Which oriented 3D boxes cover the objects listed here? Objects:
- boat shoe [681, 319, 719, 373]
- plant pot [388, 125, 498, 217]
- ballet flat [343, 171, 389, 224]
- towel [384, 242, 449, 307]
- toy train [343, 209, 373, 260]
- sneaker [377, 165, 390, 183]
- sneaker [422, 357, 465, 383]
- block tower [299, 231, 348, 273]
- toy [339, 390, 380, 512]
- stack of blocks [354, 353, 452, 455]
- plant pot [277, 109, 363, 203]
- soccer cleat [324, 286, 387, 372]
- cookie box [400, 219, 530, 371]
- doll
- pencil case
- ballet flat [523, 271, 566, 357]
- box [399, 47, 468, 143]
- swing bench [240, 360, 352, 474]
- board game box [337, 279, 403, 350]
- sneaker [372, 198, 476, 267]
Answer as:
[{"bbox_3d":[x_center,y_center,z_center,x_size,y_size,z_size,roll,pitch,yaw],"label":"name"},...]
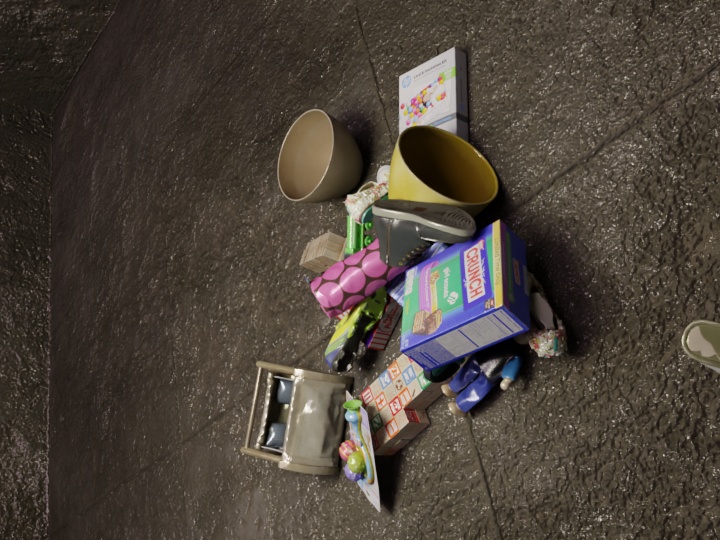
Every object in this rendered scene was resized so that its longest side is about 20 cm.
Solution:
[{"bbox_3d":[0.495,0.115,0.870,0.199,0.068,0.075,29,97,28],"label":"boat shoe"},{"bbox_3d":[0.127,-0.141,1.296,0.142,0.198,0.201,-58,41,41],"label":"plant pot"},{"bbox_3d":[0.049,-0.156,1.378,0.064,0.199,0.076,42,143,25],"label":"ballet flat"},{"bbox_3d":[0.144,0.038,1.303,0.200,0.024,0.145,44,103,36],"label":"towel"},{"bbox_3d":[-0.005,-0.039,1.409,0.042,0.056,0.202,8,99,50],"label":"toy train"},{"bbox_3d":[0.058,-0.136,1.442,0.075,0.086,0.202,-41,50,37],"label":"sneaker"},{"bbox_3d":[0.150,0.095,1.232,0.087,0.074,0.201,17,72,50],"label":"sneaker"},{"bbox_3d":[-0.076,-0.037,1.539,0.200,0.057,0.055,-15,55,69],"label":"block tower"},{"bbox_3d":[-0.011,0.340,1.341,0.115,0.047,0.202,-150,54,-66],"label":"toy"},{"bbox_3d":[0.080,0.240,1.330,0.200,0.058,0.116,-48,47,30],"label":"stack of blocks"},{"bbox_3d":[-0.072,-0.235,1.584,0.199,0.134,0.203,-18,65,46],"label":"plant pot"},{"bbox_3d":[-0.016,0.104,1.405,0.084,0.064,0.201,47,115,48],"label":"soccer cleat"},{"bbox_3d":[0.162,0.041,1.128,0.199,0.075,0.172,-29,38,35],"label":"cookie box"},{"bbox_3d":[0.216,0.153,1.202,0.200,0.048,0.137,-50,37,28],"label":"doll"},{"bbox_3d":[0.000,0.000,1.343,0.199,0.091,0.094,-31,27,7],"label":"pencil case"},{"bbox_3d":[0.268,0.046,1.133,0.064,0.075,0.201,83,165,-49],"label":"ballet flat"},{"bbox_3d":[0.143,-0.319,1.428,0.155,0.041,0.202,-15,68,47],"label":"box"},{"bbox_3d":[-0.133,0.306,1.508,0.199,0.129,0.201,1,80,49],"label":"swing bench"},{"bbox_3d":[0.010,0.046,1.476,0.200,0.046,0.153,40,109,47],"label":"board game box"},{"bbox_3d":[0.108,-0.051,1.185,0.199,0.074,0.107,17,123,42],"label":"sneaker"}]
